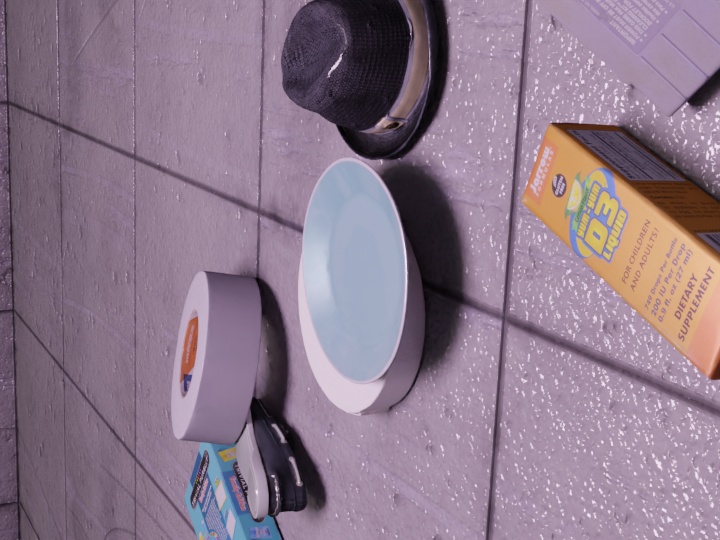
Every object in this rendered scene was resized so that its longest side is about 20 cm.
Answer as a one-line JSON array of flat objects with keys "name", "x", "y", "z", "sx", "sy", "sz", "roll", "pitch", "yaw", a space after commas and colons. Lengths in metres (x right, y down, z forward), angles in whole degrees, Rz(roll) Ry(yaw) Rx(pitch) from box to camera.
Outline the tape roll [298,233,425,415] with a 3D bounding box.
[{"name": "tape roll", "x": -0.003, "y": 0.035, "z": 1.051, "sx": 0.202, "sy": 0.037, "sz": 0.206, "roll": 16, "pitch": 108, "yaw": 60}]

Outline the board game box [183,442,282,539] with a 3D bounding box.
[{"name": "board game box", "x": -0.161, "y": 0.322, "z": 1.374, "sx": 0.201, "sy": 0.046, "sz": 0.152, "roll": 62, "pitch": 144, "yaw": 38}]

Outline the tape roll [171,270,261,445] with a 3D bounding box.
[{"name": "tape roll", "x": -0.174, "y": 0.103, "z": 1.296, "sx": 0.200, "sy": 0.065, "sz": 0.203, "roll": -171, "pitch": 90, "yaw": -71}]

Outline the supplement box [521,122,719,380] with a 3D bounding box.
[{"name": "supplement box", "x": 0.182, "y": -0.019, "z": 0.669, "sx": 0.200, "sy": 0.068, "sz": 0.067, "roll": 53, "pitch": 136, "yaw": 48}]

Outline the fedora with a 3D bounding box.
[{"name": "fedora", "x": -0.014, "y": -0.192, "z": 0.979, "sx": 0.200, "sy": 0.091, "sz": 0.204, "roll": 12, "pitch": 104, "yaw": 61}]

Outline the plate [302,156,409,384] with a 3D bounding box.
[{"name": "plate", "x": 0.000, "y": 0.000, "z": 0.977, "sx": 0.199, "sy": 0.025, "sz": 0.203, "roll": 12, "pitch": 103, "yaw": 60}]

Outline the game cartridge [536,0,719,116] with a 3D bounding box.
[{"name": "game cartridge", "x": 0.149, "y": -0.198, "z": 0.639, "sx": 0.200, "sy": 0.038, "sz": 0.130, "roll": 44, "pitch": 146, "yaw": 3}]

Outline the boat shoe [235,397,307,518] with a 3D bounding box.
[{"name": "boat shoe", "x": -0.105, "y": 0.210, "z": 1.241, "sx": 0.201, "sy": 0.059, "sz": 0.076, "roll": -113, "pitch": 28, "yaw": -56}]
